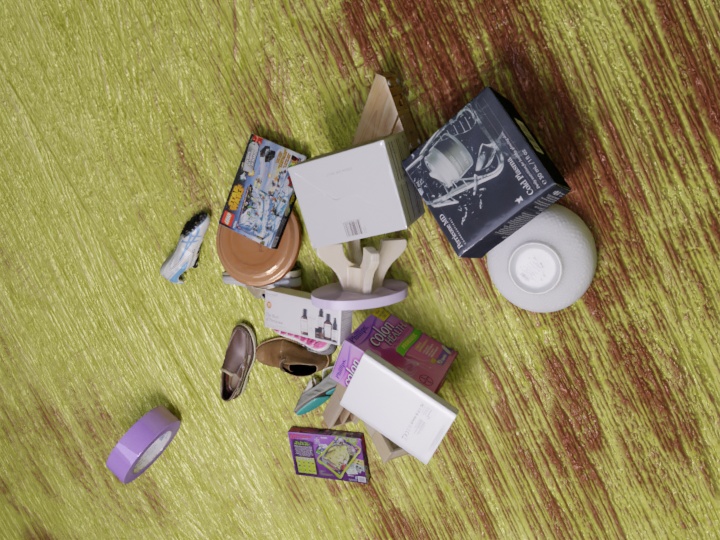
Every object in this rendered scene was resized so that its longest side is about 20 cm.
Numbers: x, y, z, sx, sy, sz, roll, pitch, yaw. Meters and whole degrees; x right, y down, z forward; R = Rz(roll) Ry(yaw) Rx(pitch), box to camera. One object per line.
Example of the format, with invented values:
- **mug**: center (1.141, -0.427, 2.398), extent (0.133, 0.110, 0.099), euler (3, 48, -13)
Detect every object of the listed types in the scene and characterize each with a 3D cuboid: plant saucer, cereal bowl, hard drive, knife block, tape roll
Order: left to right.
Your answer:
- **tape roll**: center (-0.562, 0.452, 1.631), extent (0.065, 0.200, 0.202), euler (37, 119, 9)
- **plant saucer**: center (-0.223, -0.068, 1.342), extent (0.196, 0.032, 0.205), euler (-1, 87, 16)
- **knife block**: center (0.017, -0.249, 1.190), extent (0.173, 0.064, 0.203), euler (-16, 101, 28)
- **hard drive**: center (0.068, 0.253, 1.157), extent (0.198, 0.027, 0.134), euler (32, 119, 12)
- **cereal bowl**: center (0.319, -0.015, 1.117), extent (0.196, 0.083, 0.204), euler (8, 111, 22)

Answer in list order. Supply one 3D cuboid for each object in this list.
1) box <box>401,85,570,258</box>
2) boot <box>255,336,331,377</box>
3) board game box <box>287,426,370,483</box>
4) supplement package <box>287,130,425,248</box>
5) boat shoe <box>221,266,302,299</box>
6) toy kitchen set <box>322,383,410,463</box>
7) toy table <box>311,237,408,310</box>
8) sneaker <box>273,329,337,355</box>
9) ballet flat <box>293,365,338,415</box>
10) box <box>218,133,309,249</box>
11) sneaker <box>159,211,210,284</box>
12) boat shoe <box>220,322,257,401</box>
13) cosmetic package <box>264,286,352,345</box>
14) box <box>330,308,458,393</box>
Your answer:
- **box**: center (0.210, -0.159, 1.059), extent (0.196, 0.123, 0.202), euler (-39, 72, 27)
- **boot**: center (-0.169, 0.201, 1.430), extent (0.196, 0.075, 0.075), euler (1, 110, 26)
- **board game box**: center (-0.076, 0.440, 1.495), extent (0.196, 0.032, 0.122), euler (-1, 111, 25)
- **supplement package**: center (-0.004, -0.145, 1.137), extent (0.197, 0.111, 0.159), euler (-10, 105, 28)
- **boat shoe**: center (-0.223, 0.030, 1.395), extent (0.196, 0.075, 0.070), euler (2, 103, 24)
- **toy kitchen set**: center (0.051, 0.323, 1.335), extent (0.202, 0.161, 0.182), euler (59, 139, 32)
- **toy table**: center (0.000, 0.000, 1.228), extent (0.183, 0.196, 0.120), euler (28, 123, 59)
- **sneaker**: center (-0.125, 0.134, 1.384), extent (0.198, 0.088, 0.074), euler (23, 74, 37)
- **ballet flat**: center (-0.084, 0.264, 1.427), extent (0.199, 0.067, 0.065), euler (-35, 64, 30)
- **box**: center (-0.200, -0.164, 1.301), extent (0.135, 0.040, 0.203), euler (24, 96, 16)
- **sneaker**: center (-0.397, -0.053, 1.463), extent (0.072, 0.072, 0.201), euler (27, 116, -25)
- **boat shoe**: center (-0.298, 0.227, 1.499), extent (0.073, 0.075, 0.206), euler (18, 114, 18)
- **cosmetic package**: center (-0.110, 0.091, 1.289), extent (0.197, 0.050, 0.085), euler (9, 100, 32)
- **box**: center (0.071, 0.189, 1.252), extent (0.198, 0.176, 0.098), euler (28, 118, 14)
